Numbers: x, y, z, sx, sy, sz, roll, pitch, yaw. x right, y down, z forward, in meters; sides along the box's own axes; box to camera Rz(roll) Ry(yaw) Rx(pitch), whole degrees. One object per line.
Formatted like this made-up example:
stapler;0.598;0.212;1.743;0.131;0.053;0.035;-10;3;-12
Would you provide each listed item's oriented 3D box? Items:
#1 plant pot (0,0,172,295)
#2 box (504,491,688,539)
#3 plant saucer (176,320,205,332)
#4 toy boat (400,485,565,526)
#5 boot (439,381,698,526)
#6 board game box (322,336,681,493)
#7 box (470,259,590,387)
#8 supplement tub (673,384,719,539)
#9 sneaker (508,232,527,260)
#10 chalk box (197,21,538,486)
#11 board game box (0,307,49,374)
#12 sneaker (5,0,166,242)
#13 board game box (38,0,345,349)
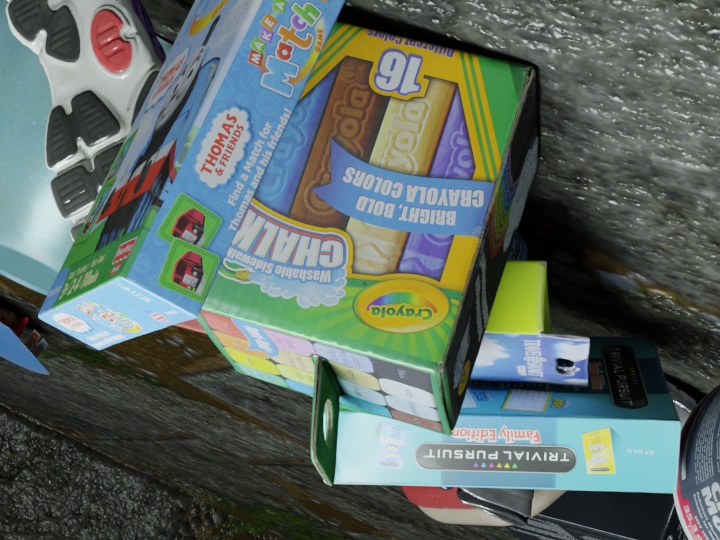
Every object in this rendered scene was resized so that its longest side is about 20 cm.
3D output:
plant pot;-0.174;-0.058;0.963;0.200;0.135;0.200;22;164;6
box;0.210;0.206;1.368;0.200;0.079;0.141;9;155;40
plant saucer;-0.075;0.025;1.109;0.199;0.037;0.200;9;-179;-44
toy boat;0.090;0.115;1.221;0.131;0.130;0.200;58;157;-6
boot;0.134;0.120;1.102;0.200;0.132;0.070;20;163;14
board game box;0.083;0.082;0.960;0.200;0.047;0.151;2;-164;4
box;0.028;0.028;0.890;0.200;0.048;0.122;2;165;9
supplement tub;0.257;0.103;0.859;0.140;0.141;0.200;23;164;3
sneaker;0.020;-0.010;0.960;0.085;0.077;0.200;29;164;-33
chalk box;0.000;0.000;0.771;0.124;0.200;0.125;16;163;12
board game box;-0.438;0.050;1.863;0.158;0.039;0.200;23;160;21
sneaker;-0.110;-0.079;0.784;0.081;0.200;0.083;-22;162;13
board game box;-0.059;-0.069;0.649;0.037;0.200;0.151;30;163;-16
